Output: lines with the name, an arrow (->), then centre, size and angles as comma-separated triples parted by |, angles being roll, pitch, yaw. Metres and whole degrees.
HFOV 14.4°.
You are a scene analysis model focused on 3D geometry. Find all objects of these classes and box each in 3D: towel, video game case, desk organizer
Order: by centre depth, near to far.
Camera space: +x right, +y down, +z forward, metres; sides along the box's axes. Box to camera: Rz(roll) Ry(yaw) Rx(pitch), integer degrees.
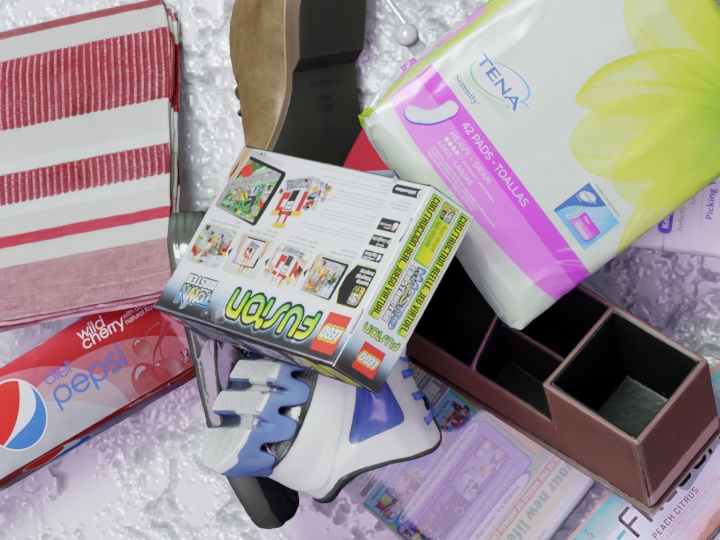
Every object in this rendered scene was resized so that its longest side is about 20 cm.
desk organizer -> 0.105, 0.047, 1.628 | 0.200, 0.077, 0.072 | 32, 69, 29
video game case -> 0.069, 0.075, 1.733 | 0.182, 0.022, 0.200 | 40, 105, 11
towel -> -0.177, -0.064, 1.762 | 0.144, 0.023, 0.200 | -10, 67, 19

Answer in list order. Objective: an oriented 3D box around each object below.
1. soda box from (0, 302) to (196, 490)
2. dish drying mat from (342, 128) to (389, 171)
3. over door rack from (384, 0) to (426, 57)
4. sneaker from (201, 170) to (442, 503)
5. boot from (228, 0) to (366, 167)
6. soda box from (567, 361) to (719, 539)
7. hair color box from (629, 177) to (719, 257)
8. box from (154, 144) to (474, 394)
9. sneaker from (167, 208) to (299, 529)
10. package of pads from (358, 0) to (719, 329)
soda box -> -0.177, 0.071, 1.788 | 0.200, 0.070, 0.063 | -31, 83, 19
dish drying mat -> 0.000, 0.000, 1.730 | 0.077, 0.018, 0.200 | 30, 100, 22
over door rack -> 0.073, -0.186, 1.641 | 0.148, 0.067, 0.200 | -35, 68, 3
sneaker -> 0.001, 0.048, 1.626 | 0.115, 0.081, 0.200 | 32, 80, -24
boot -> -0.046, -0.097, 1.742 | 0.075, 0.074, 0.200 | 21, 109, 45
soda box -> 0.194, 0.123, 1.672 | 0.064, 0.068, 0.200 | 43, 106, 11
hair color box -> 0.196, -0.064, 1.655 | 0.200, 0.065, 0.109 | 7, 96, 16
box -> -0.029, -0.004, 1.562 | 0.200, 0.035, 0.110 | 16, 75, 57
sneaker -> -0.042, 0.054, 1.694 | 0.114, 0.076, 0.200 | -10, 99, 4
package of pads -> 0.115, -0.089, 1.565 | 0.200, 0.068, 0.155 | -37, 96, -1
